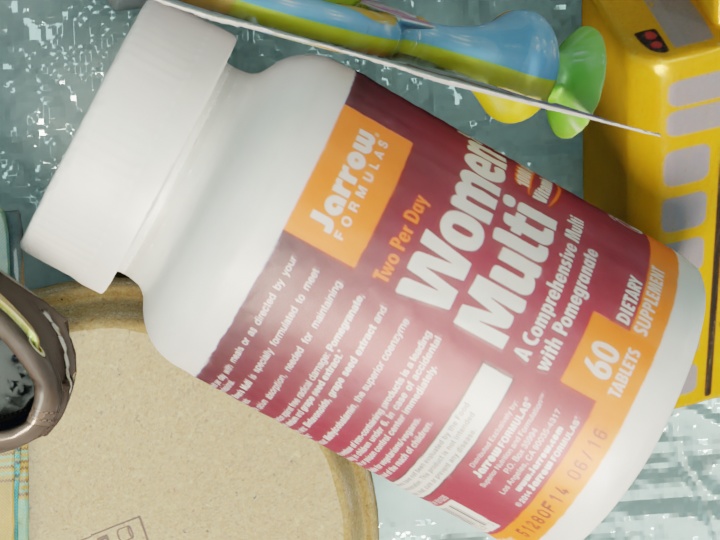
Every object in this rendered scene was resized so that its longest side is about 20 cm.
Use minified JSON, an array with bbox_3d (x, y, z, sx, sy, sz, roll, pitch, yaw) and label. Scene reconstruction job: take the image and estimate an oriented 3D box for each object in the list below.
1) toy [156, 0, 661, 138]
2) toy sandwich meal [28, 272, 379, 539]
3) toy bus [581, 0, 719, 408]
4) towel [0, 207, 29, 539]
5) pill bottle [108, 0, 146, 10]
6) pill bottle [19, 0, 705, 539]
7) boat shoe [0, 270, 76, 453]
[{"bbox_3d":[-0.014,-0.089,0.698,0.199,0.115,0.048,18,95,-25],"label":"toy"},{"bbox_3d":[-0.084,0.086,0.814,0.203,0.070,0.207,-1,97,-11],"label":"toy sandwich meal"},{"bbox_3d":[0.118,-0.049,0.792,0.078,0.065,0.201,-14,134,-8],"label":"toy bus"},{"bbox_3d":[-0.178,0.082,0.747,0.145,0.022,0.202,-1,89,-6],"label":"towel"},{"bbox_3d":[0.006,-0.151,0.781,0.198,0.113,0.114,-12,99,-10],"label":"pill bottle"},{"bbox_3d":[0.000,0.000,0.747,0.199,0.110,0.110,29,91,-7],"label":"pill bottle"},{"bbox_3d":[-0.176,-0.005,0.706,0.199,0.060,0.072,31,89,-7],"label":"boat shoe"}]
